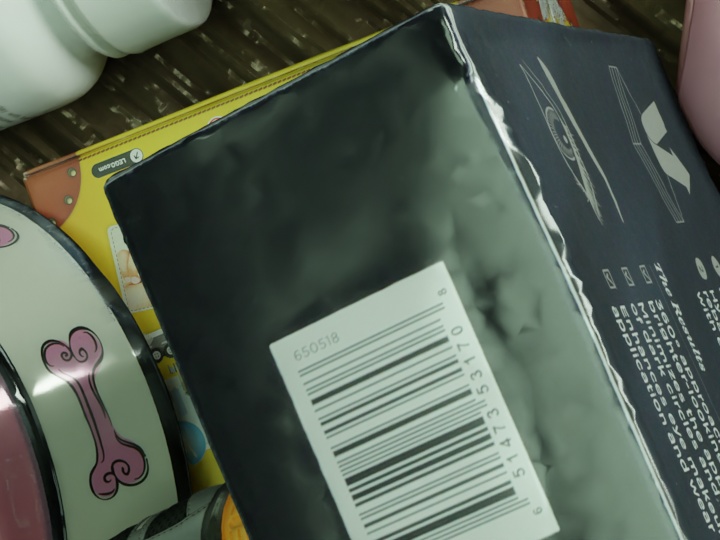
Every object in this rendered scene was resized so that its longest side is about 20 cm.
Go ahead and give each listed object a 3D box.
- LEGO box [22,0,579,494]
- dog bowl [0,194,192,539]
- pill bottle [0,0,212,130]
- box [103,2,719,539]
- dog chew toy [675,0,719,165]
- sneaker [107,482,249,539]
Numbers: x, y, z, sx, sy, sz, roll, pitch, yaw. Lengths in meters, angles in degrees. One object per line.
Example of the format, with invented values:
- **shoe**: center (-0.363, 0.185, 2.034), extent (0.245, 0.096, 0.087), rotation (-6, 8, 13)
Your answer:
- **LEGO box**: center (0.000, 0.000, 0.880), extent (0.200, 0.077, 0.149), rotation (-20, 88, 17)
- **dog bowl**: center (-0.153, 0.075, 0.890), extent (0.200, 0.074, 0.200), rotation (16, 113, 42)
- **pill bottle**: center (-0.163, -0.101, 0.905), extent (0.200, 0.113, 0.113), rotation (-18, 89, 18)
- **box**: center (0.049, 0.039, 0.715), extent (0.117, 0.200, 0.197), rotation (-26, 82, 22)
- **dog chew toy**: center (0.206, -0.074, 0.794), extent (0.200, 0.125, 0.125), rotation (9, 97, 5)
- **sneaker**: center (-0.028, 0.118, 0.842), extent (0.077, 0.200, 0.078), rotation (-16, 60, 12)
